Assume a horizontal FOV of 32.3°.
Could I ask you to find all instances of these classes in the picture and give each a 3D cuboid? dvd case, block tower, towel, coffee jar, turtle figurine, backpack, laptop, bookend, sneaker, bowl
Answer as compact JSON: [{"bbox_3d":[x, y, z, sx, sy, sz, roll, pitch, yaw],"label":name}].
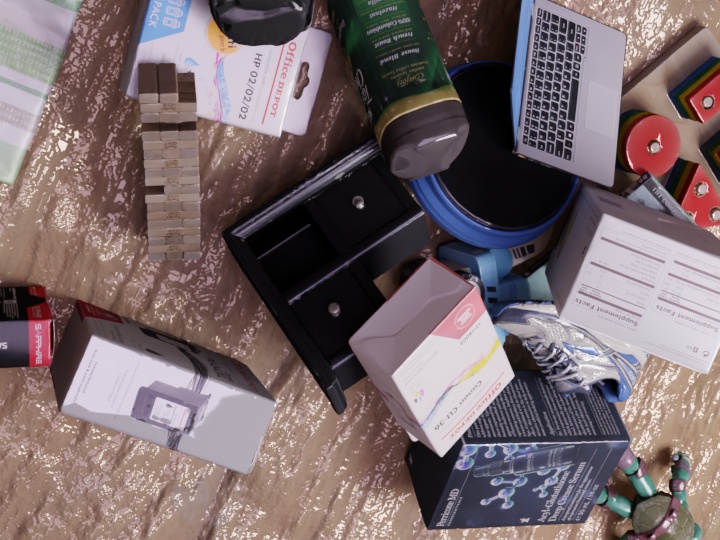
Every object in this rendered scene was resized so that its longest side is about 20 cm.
[{"bbox_3d":[0.289,0.003,1.389,0.200,0.022,0.146,-40,109,17],"label":"dvd case"},{"bbox_3d":[-0.181,-0.097,1.189,0.054,0.058,0.201,-2,131,-8],"label":"block tower"},{"bbox_3d":[-0.361,-0.194,1.165,0.148,0.031,0.201,19,98,-21],"label":"towel"},{"bbox_3d":[0.037,-0.193,1.207,0.085,0.104,0.201,-19,75,-8],"label":"coffee jar"},{"bbox_3d":[0.349,0.282,1.486,0.200,0.101,0.150,39,90,-17],"label":"turtle figurine"},{"bbox_3d":[-0.103,-0.326,1.128,0.126,0.201,0.167,-1,149,-21],"label":"backpack"},{"bbox_3d":[0.215,-0.212,1.260,0.199,0.116,0.189,17,70,-22],"label":"laptop"},{"bbox_3d":[0.000,0.000,1.239,0.198,0.092,0.201,-33,68,-6],"label":"bookend"},{"bbox_3d":[0.220,0.087,1.304,0.199,0.077,0.086,21,78,-24],"label":"sneaker"},{"bbox_3d":[0.141,-0.125,1.295,0.199,0.039,0.202,5,77,-22],"label":"bowl"}]

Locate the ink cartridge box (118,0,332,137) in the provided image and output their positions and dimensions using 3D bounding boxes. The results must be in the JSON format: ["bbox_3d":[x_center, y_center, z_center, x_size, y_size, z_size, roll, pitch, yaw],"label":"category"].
[{"bbox_3d":[-0.124,-0.204,1.217,0.199,0.068,0.116,13,101,-20],"label":"ink cartridge box"}]

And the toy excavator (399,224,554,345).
[{"bbox_3d":[0.150,-0.004,1.357,0.199,0.100,0.196,-17,108,-28],"label":"toy excavator"}]

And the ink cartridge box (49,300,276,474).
[{"bbox_3d":[-0.197,0.115,1.235,0.199,0.145,0.084,22,94,-21],"label":"ink cartridge box"}]

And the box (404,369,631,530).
[{"bbox_3d":[0.170,0.196,1.367,0.198,0.107,0.149,1,133,-17],"label":"box"}]

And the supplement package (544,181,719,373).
[{"bbox_3d":[0.282,0.002,1.254,0.155,0.200,0.112,21,103,0],"label":"supplement package"}]

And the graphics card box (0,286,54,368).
[{"bbox_3d":[-0.393,0.055,1.168,0.198,0.125,0.051,-1,105,-18],"label":"graphics card box"}]

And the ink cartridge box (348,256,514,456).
[{"bbox_3d":[0.078,0.096,1.200,0.116,0.067,0.200,-45,142,-13],"label":"ink cartridge box"}]

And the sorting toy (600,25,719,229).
[{"bbox_3d":[0.372,-0.132,1.396,0.198,0.070,0.200,-40,112,-5],"label":"sorting toy"}]
